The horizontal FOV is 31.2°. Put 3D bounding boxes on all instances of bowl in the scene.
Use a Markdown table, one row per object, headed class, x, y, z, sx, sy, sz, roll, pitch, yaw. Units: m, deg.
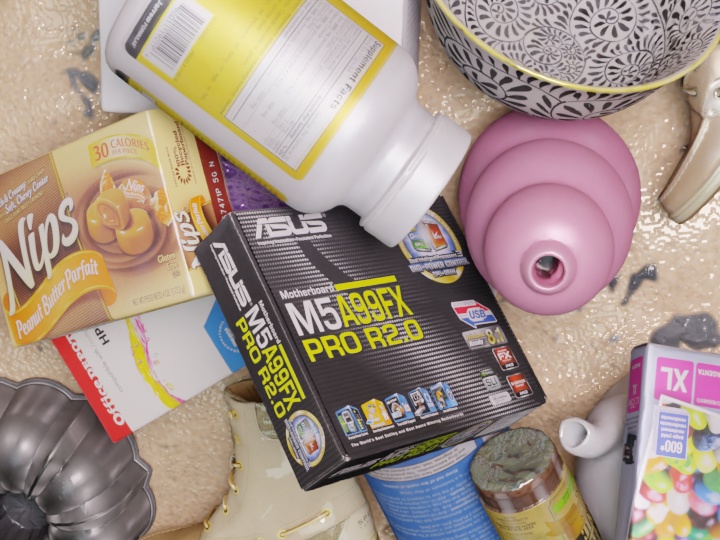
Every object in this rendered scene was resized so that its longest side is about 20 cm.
| class | x | y | z | sx | sy | sz | roll | pitch | yaw |
| --- | --- | --- | --- | --- | --- | --- | --- | --- | --- |
| bowl | 0.120 | -0.162 | 0.810 | 0.199 | 0.202 | 0.095 | 20 | 146 | 1 |

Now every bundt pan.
| class | x | y | z | sx | sy | sz | roll | pitch | yaw |
| --- | --- | --- | --- | --- | --- | --- | --- | --- | --- |
| bundt pan | -0.269 | 0.192 | 1.027 | 0.199 | 0.076 | 0.205 | 3 | 110 | 8 |

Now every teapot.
| class | x | y | z | sx | sy | sz | roll | pitch | yaw |
| --- | --- | --- | --- | --- | --- | --- | --- | --- | --- |
| teapot | 0.245 | 0.166 | 0.903 | 0.197 | 0.146 | 0.200 | -6 | 109 | 9 |

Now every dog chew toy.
| class | x | y | z | sx | sy | sz | roll | pitch | yaw |
| --- | --- | --- | --- | --- | --- | --- | --- | --- | --- |
| dog chew toy | 0.119 | -0.033 | 0.822 | 0.123 | 0.200 | 0.126 | 3 | 111 | 8 |

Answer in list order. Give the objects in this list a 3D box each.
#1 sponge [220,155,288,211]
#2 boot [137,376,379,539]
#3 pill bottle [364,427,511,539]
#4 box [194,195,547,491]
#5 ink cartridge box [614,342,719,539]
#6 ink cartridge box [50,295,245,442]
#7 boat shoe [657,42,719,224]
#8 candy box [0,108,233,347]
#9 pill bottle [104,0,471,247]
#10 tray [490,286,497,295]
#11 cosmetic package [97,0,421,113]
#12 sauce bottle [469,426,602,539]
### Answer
| class | x | y | z | sx | sy | sz | roll | pitch | yaw |
| --- | --- | --- | --- | --- | --- | --- | --- | --- | --- |
| sponge | -0.057 | -0.020 | 0.874 | 0.201 | 0.111 | 0.030 | 55 | 145 | 7 |
| boot | -0.095 | 0.162 | 0.991 | 0.197 | 0.073 | 0.157 | -8 | 108 | 10 |
| pill bottle | 0.068 | 0.159 | 0.937 | 0.111 | 0.113 | 0.202 | -18 | 117 | 14 |
| box | 0.012 | 0.036 | 0.797 | 0.044 | 0.199 | 0.162 | -39 | 69 | 38 |
| ink cartridge box | 0.224 | 0.155 | 0.816 | 0.118 | 0.042 | 0.203 | 9 | 80 | -4 |
| ink cartridge box | -0.154 | 0.044 | 0.944 | 0.199 | 0.067 | 0.117 | -32 | 92 | 24 |
| boat shoe | 0.241 | -0.128 | 0.842 | 0.064 | 0.072 | 0.202 | 28 | 105 | 4 |
| candy box | -0.167 | -0.025 | 0.839 | 0.199 | 0.055 | 0.117 | -14 | 89 | 42 |
| pill bottle | -0.038 | -0.105 | 0.738 | 0.199 | 0.112 | 0.112 | 37 | 111 | -6 |
| tray | 0.000 | 0.000 | 0.947 | 0.198 | 0.022 | 0.108 | 20 | 110 | 1 |
| cosmetic package | -0.060 | -0.209 | 0.828 | 0.197 | 0.123 | 0.203 | 5 | 112 | 7 |
| sauce bottle | 0.139 | 0.198 | 0.890 | 0.064 | 0.065 | 0.201 | -20 | 121 | 15 |
